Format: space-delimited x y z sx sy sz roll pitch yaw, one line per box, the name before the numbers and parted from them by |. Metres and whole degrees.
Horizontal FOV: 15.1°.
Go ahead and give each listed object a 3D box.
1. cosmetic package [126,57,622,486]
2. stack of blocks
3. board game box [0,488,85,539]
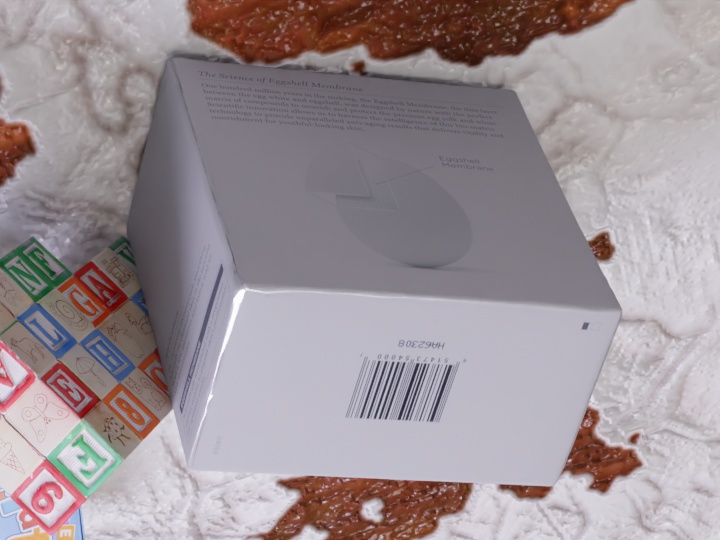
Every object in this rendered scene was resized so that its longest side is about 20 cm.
cosmetic package | 0.000 0.000 1.392 0.199 0.200 0.123 4 127 -19
stack of blocks | -0.148 0.044 1.385 0.115 0.200 0.059 44 110 0
board game box | -0.254 0.124 1.481 0.200 0.037 0.152 -9 111 -16
